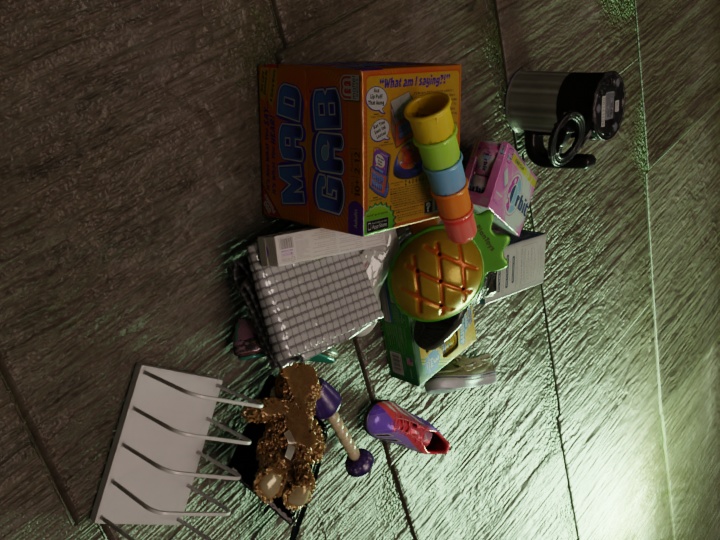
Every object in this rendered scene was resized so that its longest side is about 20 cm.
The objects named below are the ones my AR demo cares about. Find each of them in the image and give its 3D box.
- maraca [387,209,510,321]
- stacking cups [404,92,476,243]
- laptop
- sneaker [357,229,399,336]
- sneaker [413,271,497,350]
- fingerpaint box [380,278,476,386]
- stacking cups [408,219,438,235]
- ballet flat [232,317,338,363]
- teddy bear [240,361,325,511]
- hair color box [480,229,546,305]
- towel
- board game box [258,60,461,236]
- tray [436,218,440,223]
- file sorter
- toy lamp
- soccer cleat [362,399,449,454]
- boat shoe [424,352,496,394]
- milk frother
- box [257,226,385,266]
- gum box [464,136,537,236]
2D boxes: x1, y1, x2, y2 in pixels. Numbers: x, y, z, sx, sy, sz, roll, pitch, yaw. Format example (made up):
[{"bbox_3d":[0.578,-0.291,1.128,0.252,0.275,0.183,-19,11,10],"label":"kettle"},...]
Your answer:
[{"bbox_3d":[0.132,-0.008,1.287,0.199,0.107,0.138,-37,104,6],"label":"maraca"},{"bbox_3d":[0.113,-0.127,1.101,0.061,0.060,0.202,-47,132,-28],"label":"stacking cups"},{"bbox_3d":[-0.120,0.293,1.245,0.200,0.102,0.179,46,37,-20],"label":"laptop"},{"bbox_3d":[0.000,0.000,1.303,0.099,0.074,0.204,11,92,-49],"label":"sneaker"},{"bbox_3d":[0.163,0.046,1.383,0.202,0.075,0.114,-62,147,-4],"label":"sneaker"},{"bbox_3d":[0.113,0.063,1.445,0.166,0.072,0.204,-31,122,-39],"label":"fingerpaint box"},{"bbox_3d":[0.081,-0.105,1.340,0.060,0.060,0.203,-38,111,-34],"label":"stacking cups"},{"bbox_3d":[-0.103,0.095,1.231,0.198,0.068,0.073,9,74,-48],"label":"ballet flat"},{"bbox_3d":[-0.103,0.227,1.180,0.143,0.066,0.204,6,67,-39],"label":"teddy bear"},{"bbox_3d":[0.270,-0.010,1.608,0.198,0.060,0.102,-16,111,-45],"label":"hair color box"},{"bbox_3d":[-0.077,0.030,1.186,0.198,0.085,0.169,-22,93,-43],"label":"towel"},{"bbox_3d":[0.000,-0.176,1.164,0.198,0.198,0.204,-15,112,-44],"label":"board game box"},{"bbox_3d":[0.109,-0.186,1.404,0.099,0.037,0.202,-50,133,-26],"label":"tray"},{"bbox_3d":[-0.226,0.241,1.083,0.138,0.123,0.204,20,86,-47],"label":"file sorter"},{"bbox_3d":[-0.036,0.246,1.344,0.058,0.058,0.202,-47,130,-28],"label":"toy lamp"},{"bbox_3d":[0.080,0.272,1.465,0.199,0.072,0.069,33,76,-47],"label":"soccer cleat"},{"bbox_3d":[0.180,0.187,1.569,0.198,0.071,0.063,1,75,-51],"label":"boat shoe"},{"bbox_3d":[0.336,-0.274,1.516,0.198,0.186,0.185,6,95,-47],"label":"milk frother"},{"bbox_3d":[-0.048,-0.039,1.143,0.198,0.038,0.042,-14,100,-43],"label":"box"},{"bbox_3d":[0.241,-0.146,1.506,0.199,0.065,0.116,26,82,-61],"label":"gum box"}]
